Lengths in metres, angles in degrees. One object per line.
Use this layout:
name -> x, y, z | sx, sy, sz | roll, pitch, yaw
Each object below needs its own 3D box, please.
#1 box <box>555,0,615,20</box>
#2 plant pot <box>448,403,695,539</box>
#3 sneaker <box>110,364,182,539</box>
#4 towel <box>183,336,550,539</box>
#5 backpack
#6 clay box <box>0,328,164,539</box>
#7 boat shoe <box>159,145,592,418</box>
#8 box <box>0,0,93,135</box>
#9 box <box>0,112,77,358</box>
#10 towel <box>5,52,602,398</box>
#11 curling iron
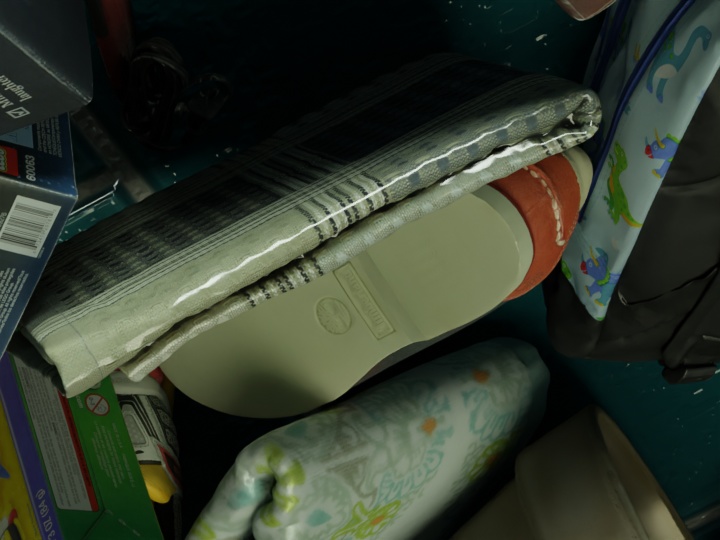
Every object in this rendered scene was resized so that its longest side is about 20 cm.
box -> 0.056, -0.218, 0.838 | 0.164, 0.166, 0.200 | -35, 132, 16
plant pot -> 0.070, 0.180, 1.155 | 0.173, 0.201, 0.200 | -30, 133, 8
sneaker -> -0.114, 0.123, 1.163 | 0.077, 0.082, 0.201 | -2, 133, -15
towel -> -0.021, 0.120, 1.152 | 0.171, 0.048, 0.200 | -24, 151, -52
backpack -> 0.153, -0.066, 1.040 | 0.162, 0.155, 0.200 | -5, 155, -9
clay box -> -0.150, 0.117, 1.107 | 0.047, 0.115, 0.200 | 5, 139, -36
boat shoe -> 0.000, 0.000, 1.072 | 0.199, 0.063, 0.071 | -23, 104, 42
box -> -0.203, -0.092, 0.868 | 0.199, 0.108, 0.148 | -18, 154, 17
box -> -0.153, 0.001, 0.998 | 0.037, 0.137, 0.201 | 14, 126, -22
towel -> -0.027, -0.015, 0.974 | 0.199, 0.193, 0.035 | -27, 103, -8
curling iron -> -0.082, -0.120, 0.982 | 0.049, 0.026, 0.201 | 11, 136, 25
